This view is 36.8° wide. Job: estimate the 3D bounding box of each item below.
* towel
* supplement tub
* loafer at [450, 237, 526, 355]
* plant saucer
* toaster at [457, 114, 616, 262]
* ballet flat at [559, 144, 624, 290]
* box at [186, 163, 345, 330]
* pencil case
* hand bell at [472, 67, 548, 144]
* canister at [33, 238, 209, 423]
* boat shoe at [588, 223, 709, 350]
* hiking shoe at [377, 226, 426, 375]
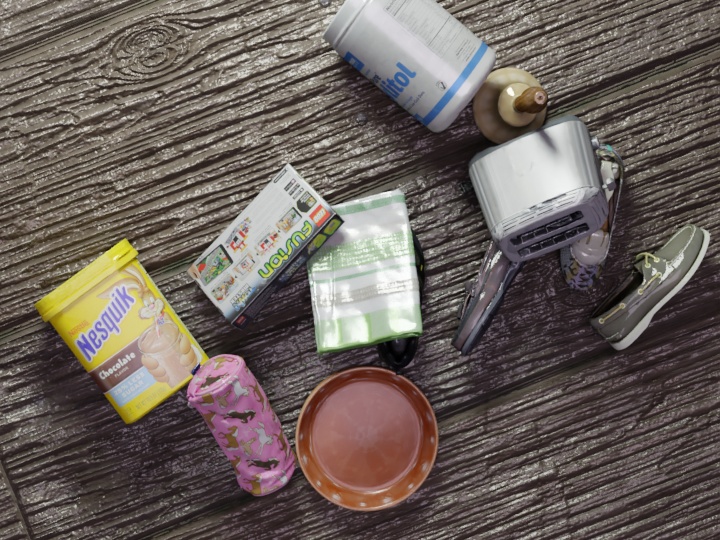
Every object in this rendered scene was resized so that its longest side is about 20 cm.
[{"bbox_3d":[0.000,0.000,1.411,0.147,0.031,0.203,-13,67,13],"label":"towel"},{"bbox_3d":[0.064,-0.287,1.395,0.199,0.132,0.133,38,93,-6],"label":"supplement tub"},{"bbox_3d":[0.172,0.017,1.472,0.063,0.072,0.201,30,88,14],"label":"loafer"},{"bbox_3d":[0.009,0.230,1.496,0.197,0.032,0.204,0,96,-2],"label":"plant saucer"},{"bbox_3d":[0.227,-0.100,1.402,0.198,0.114,0.131,-21,58,14],"label":"toaster"},{"bbox_3d":[0.314,-0.071,1.463,0.071,0.072,0.203,9,96,-4],"label":"ballet flat"},{"bbox_3d":[-0.127,-0.032,1.433,0.200,0.035,0.110,-46,63,2],"label":"box"},{"bbox_3d":[-0.155,0.207,1.429,0.085,0.083,0.202,-10,123,25],"label":"pencil case"},{"bbox_3d":[0.209,-0.212,1.375,0.102,0.200,0.106,0,96,-4],"label":"hand bell"},{"bbox_3d":[-0.312,0.082,1.436,0.148,0.087,0.201,-35,98,0],"label":"canister"},{"bbox_3d":[0.393,0.014,1.474,0.060,0.072,0.202,37,97,-11],"label":"boat shoe"},{"bbox_3d":[0.057,0.035,1.443,0.075,0.101,0.203,-3,97,-4],"label":"hiking shoe"}]
